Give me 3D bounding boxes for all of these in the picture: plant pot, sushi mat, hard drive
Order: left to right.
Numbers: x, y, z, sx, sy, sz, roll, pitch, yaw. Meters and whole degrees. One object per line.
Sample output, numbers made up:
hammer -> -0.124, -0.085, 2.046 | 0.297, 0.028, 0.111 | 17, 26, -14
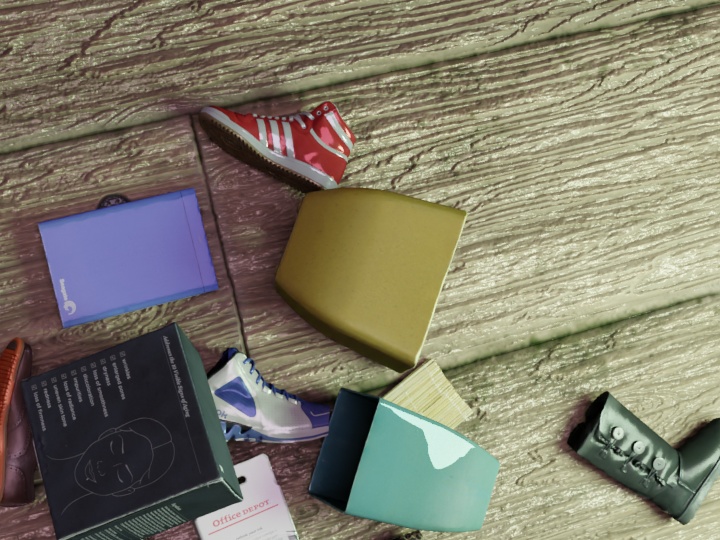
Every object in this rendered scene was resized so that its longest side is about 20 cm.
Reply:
hard drive -> -0.289, -0.017, 1.493 | 0.197, 0.025, 0.134 | -14, 91, -15
plant pot -> 0.000, 0.000, 1.491 | 0.198, 0.194, 0.198 | 19, 82, -1
sushi mat -> 0.048, 0.212, 1.573 | 0.199, 0.012, 0.096 | -38, 98, -13
plant pot -> 0.063, 0.251, 1.503 | 0.198, 0.141, 0.143 | 21, 82, -21

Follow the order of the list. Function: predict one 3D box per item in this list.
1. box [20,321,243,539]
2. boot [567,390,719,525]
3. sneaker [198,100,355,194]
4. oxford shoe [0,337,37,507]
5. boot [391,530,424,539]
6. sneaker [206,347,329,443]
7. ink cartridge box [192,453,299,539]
box -> -0.264, 0.198, 1.384 | 0.194, 0.124, 0.202 | -21, 67, 0
boot -> 0.404, 0.228, 1.645 | 0.199, 0.066, 0.166 | 34, 77, -6
sneaker -> -0.101, -0.183, 1.531 | 0.198, 0.071, 0.113 | 29, 73, -6
oxford shoe -> -0.411, 0.183, 1.437 | 0.072, 0.071, 0.203 | 9, 88, -33
boot -> 0.032, 0.441, 1.528 | 0.149, 0.073, 0.203 | -15, 85, -15
sneaker -> -0.133, 0.155, 1.495 | 0.196, 0.080, 0.117 | 2, 88, -13
ink cartridge box -> -0.138, 0.339, 1.489 | 0.115, 0.068, 0.202 | -20, 92, -15
